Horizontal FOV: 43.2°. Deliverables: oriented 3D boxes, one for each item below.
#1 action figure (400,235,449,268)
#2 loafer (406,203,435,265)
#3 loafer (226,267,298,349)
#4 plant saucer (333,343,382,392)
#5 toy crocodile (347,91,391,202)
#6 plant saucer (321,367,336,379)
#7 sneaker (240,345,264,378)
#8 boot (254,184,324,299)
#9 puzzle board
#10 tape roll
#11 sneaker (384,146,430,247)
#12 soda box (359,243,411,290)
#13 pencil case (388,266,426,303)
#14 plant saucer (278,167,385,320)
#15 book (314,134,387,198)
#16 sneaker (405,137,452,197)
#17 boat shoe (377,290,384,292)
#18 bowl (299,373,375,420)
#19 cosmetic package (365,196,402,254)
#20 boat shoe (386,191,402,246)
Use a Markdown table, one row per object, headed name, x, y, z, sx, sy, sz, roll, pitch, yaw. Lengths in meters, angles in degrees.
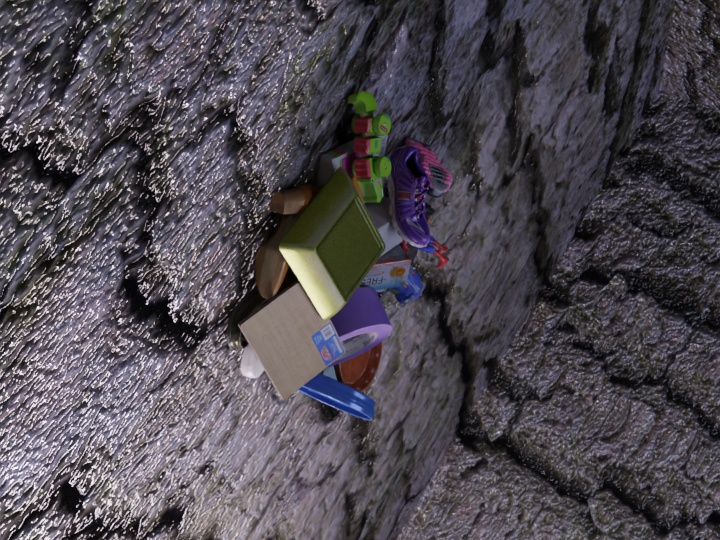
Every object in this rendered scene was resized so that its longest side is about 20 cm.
| name | x | y | z | sx | sy | sz | roll | pitch | yaw |
| --- | --- | --- | --- | --- | --- | --- | --- | --- | --- |
| action figure | 0.102 | -0.075 | 1.926 | 0.052 | 0.199 | 0.066 | -36 | -149 | 33 |
| loafer | 0.128 | -0.079 | 2.114 | 0.073 | 0.072 | 0.201 | -47 | 154 | -36 |
| loafer | -0.165 | 0.064 | 1.631 | 0.201 | 0.069 | 0.075 | -53 | 156 | -24 |
| plant saucer | -0.009 | 0.169 | 2.006 | 0.200 | 0.032 | 0.203 | -13 | 104 | -60 |
| toy crocodile | 0.012 | -0.222 | 1.642 | 0.062 | 0.067 | 0.202 | -20 | 113 | -50 |
| plant saucer | -0.048 | 0.197 | 2.083 | 0.201 | 0.038 | 0.202 | -48 | 154 | -32 |
| sneaker | -0.141 | 0.131 | 1.703 | 0.201 | 0.115 | 0.074 | -64 | 160 | 7 |
| boot | -0.109 | -0.052 | 1.609 | 0.143 | 0.070 | 0.203 | -8 | 114 | -51 |
| puzzle board | -0.120 | 0.122 | 1.638 | 0.150 | 0.017 | 0.201 | -36 | 129 | -15 |
| tape roll | -0.042 | 0.118 | 1.813 | 0.198 | 0.086 | 0.200 | -22 | 161 | -8 |
| sneaker | 0.101 | -0.145 | 1.769 | 0.080 | 0.083 | 0.202 | -11 | 85 | -48 |
| soda box | 0.000 | 0.000 | 1.817 | 0.198 | 0.064 | 0.069 | -8 | 128 | -27 |
| pencil case | 0.065 | -0.008 | 1.951 | 0.078 | 0.087 | 0.200 | -44 | 129 | -1 |
| plant saucer | -0.033 | -0.043 | 1.609 | 0.201 | 0.048 | 0.200 | -53 | 134 | -26 |
| book | -0.016 | -0.181 | 1.721 | 0.200 | 0.048 | 0.135 | -34 | 141 | -51 |
| sneaker | 0.124 | -0.192 | 1.874 | 0.078 | 0.201 | 0.096 | 22 | 115 | -25 |
| boat shoe | -0.001 | 0.032 | 1.980 | 0.071 | 0.072 | 0.200 | -45 | 164 | 17 |
| bowl | -0.059 | 0.258 | 1.915 | 0.040 | 0.199 | 0.201 | -66 | 159 | -13 |
| cosmetic package | -0.001 | -0.077 | 1.789 | 0.200 | 0.107 | 0.086 | -32 | 142 | -49 |
| boat shoe | 0.075 | -0.101 | 1.982 | 0.057 | 0.068 | 0.201 | -48 | 156 | -30 |
